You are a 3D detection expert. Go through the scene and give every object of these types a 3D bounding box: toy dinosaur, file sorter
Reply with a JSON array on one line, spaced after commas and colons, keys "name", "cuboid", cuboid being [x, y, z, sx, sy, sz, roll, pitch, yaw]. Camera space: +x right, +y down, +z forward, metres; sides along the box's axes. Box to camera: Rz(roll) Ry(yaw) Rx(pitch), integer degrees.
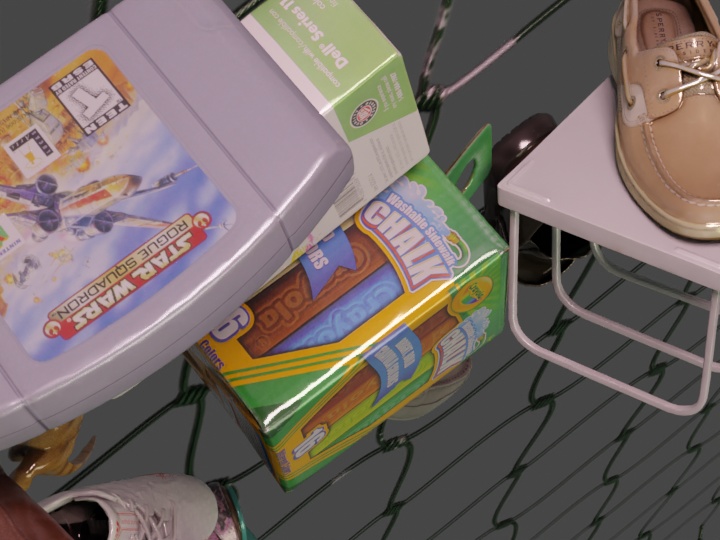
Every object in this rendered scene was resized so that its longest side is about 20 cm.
[{"name": "toy dinosaur", "cuboid": [-0.169, 0.091, 0.899, 0.106, 0.060, 0.200, -32, 158, -24]}, {"name": "file sorter", "cuboid": [0.190, -0.030, 1.001, 0.200, 0.139, 0.125, -43, 144, -38]}]

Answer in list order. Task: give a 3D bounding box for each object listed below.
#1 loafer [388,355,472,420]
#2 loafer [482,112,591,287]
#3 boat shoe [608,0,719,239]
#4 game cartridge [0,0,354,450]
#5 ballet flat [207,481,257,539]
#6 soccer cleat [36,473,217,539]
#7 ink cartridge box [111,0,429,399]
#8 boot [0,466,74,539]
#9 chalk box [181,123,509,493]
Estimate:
[{"name": "loafer", "cuboid": [0.019, 0.060, 1.139, 0.070, 0.070, 0.200, -42, 160, 30]}, {"name": "loafer", "cuboid": [0.121, -0.028, 1.129, 0.073, 0.071, 0.200, -38, 159, -5]}, {"name": "boat shoe", "cuboid": [0.175, -0.100, 0.934, 0.072, 0.200, 0.065, -2, 136, -1]}, {"name": "game cartridge", "cuboid": [-0.109, -0.020, 0.673, 0.200, 0.133, 0.042, -37, 151, -9]}, {"name": "ballet flat", "cuboid": [-0.108, 0.212, 1.257, 0.071, 0.069, 0.200, -19, 153, -3]}, {"name": "soccer cleat", "cuboid": [-0.156, 0.162, 1.050, 0.200, 0.069, 0.085, -10, 159, -45]}, {"name": "ink cartridge box", "cuboid": [-0.070, -0.037, 0.796, 0.200, 0.067, 0.117, -39, 160, -5]}, {"name": "boot", "cuboid": [-0.190, 0.102, 0.687, 0.064, 0.200, 0.186, -50, 157, 24]}, {"name": "chalk box", "cuboid": [0.000, 0.000, 0.909, 0.200, 0.124, 0.125, -36, 159, -9]}]
